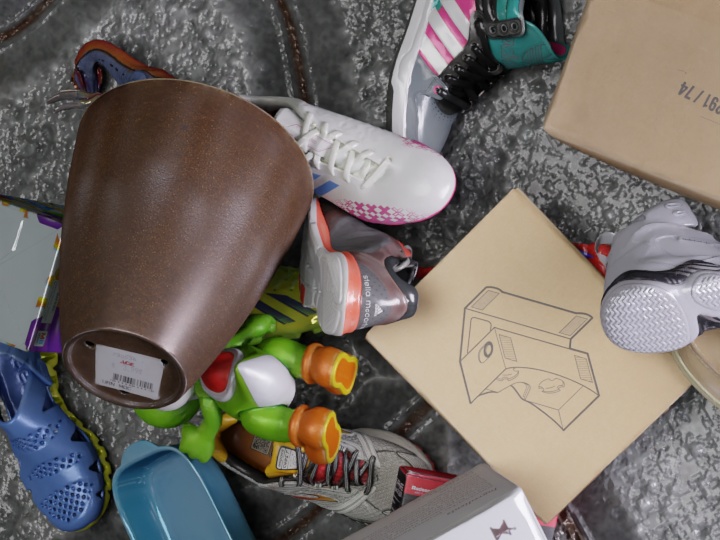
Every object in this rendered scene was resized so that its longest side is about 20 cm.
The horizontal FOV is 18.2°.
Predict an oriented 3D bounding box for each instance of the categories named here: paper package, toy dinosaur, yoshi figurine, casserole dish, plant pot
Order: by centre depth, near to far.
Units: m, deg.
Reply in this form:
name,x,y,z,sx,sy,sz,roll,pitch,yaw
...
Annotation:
name,x,y,z,sx,sy,sz,roll,pitch,yaw
plant pot,-0.146,-0.004,1.649,0.186,0.187,0.201,-4,48,22
paper package,0.263,-0.148,1.655,0.199,0.103,0.191,22,95,23
yoshi figurine,-0.105,0.092,1.746,0.199,0.112,0.112,10,118,15
casserole dish,-0.128,0.224,1.810,0.121,0.039,0.201,-28,87,46
toy dinosaur,-0.161,-0.133,1.868,0.199,0.105,0.182,-21,61,-18

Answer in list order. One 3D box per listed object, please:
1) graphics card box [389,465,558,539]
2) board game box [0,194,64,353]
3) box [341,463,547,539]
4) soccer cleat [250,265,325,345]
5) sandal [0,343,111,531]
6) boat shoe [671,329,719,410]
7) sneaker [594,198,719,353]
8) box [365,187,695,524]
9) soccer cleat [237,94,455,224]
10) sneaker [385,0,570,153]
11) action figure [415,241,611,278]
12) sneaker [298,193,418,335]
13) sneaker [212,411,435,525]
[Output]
name,x,y,z,sx,sy,sz,roll,pitch,yaw
graphics card box,0.072,0.258,1.720,0.125,0.051,0.201,10,91,-8
board game box,-0.243,0.005,1.807,0.103,0.200,0.105,19,94,22
box,0.062,0.278,1.627,0.199,0.131,0.200,-28,97,-7
soccer cleat,-0.079,0.017,1.809,0.199,0.065,0.084,-8,96,24
sandal,-0.277,0.128,1.880,0.079,0.087,0.201,-31,78,17
boat shoe,0.317,0.086,1.629,0.200,0.065,0.072,36,64,17
sneaker,0.267,-0.002,1.637,0.199,0.115,0.075,-5,126,-1
box,0.128,0.065,1.691,0.163,0.021,0.200,-44,82,4
soccer cleat,-0.022,-0.087,1.719,0.199,0.086,0.070,18,82,35
sneaker,0.099,-0.164,1.739,0.120,0.084,0.201,16,93,32
action figure,0.134,0.010,1.733,0.199,0.052,0.066,-4,92,18
sneaker,0.000,0.000,1.717,0.081,0.200,0.077,1,113,-11
sneaker,-0.035,0.157,1.778,0.199,0.082,0.078,12,92,22
